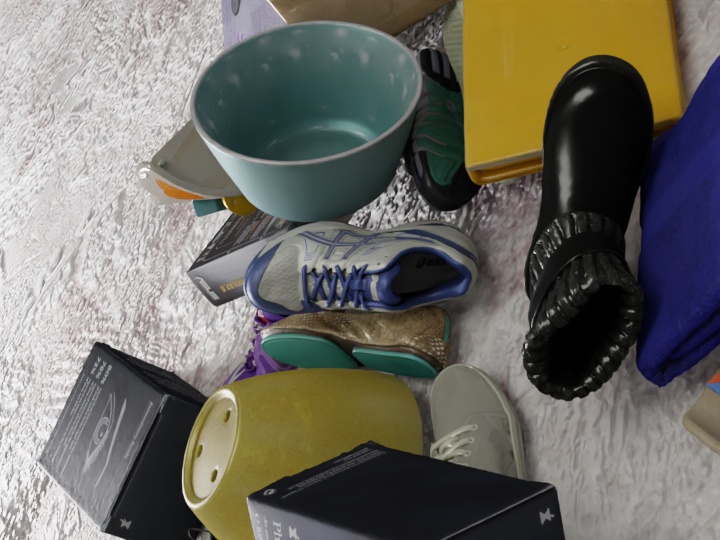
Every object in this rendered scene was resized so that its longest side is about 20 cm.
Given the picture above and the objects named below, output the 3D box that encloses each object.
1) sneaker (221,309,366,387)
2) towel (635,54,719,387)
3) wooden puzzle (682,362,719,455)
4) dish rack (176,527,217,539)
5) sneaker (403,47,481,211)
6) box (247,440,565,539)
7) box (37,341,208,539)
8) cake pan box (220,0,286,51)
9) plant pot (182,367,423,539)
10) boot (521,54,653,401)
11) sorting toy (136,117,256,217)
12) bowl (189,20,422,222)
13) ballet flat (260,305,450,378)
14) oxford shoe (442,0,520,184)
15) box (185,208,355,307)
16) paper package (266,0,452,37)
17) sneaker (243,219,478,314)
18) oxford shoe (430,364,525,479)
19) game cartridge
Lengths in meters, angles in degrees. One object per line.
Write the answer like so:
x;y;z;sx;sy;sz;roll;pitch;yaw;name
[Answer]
-0.079;0.059;1.312;0.200;0.083;0.081;-51;36;19;sneaker
0.237;-0.036;0.944;0.148;0.049;0.201;119;164;-54;towel
0.297;0.048;0.847;0.201;0.046;0.185;-59;34;7;wooden puzzle
-0.157;0.309;1.277;0.200;0.054;0.154;-43;38;29;dish rack
0.064;-0.109;1.259;0.088;0.074;0.201;-52;24;39;sneaker
0.038;0.237;0.923;0.198;0.123;0.202;2;107;53;box
-0.224;0.178;1.409;0.200;0.104;0.149;26;89;56;box
-0.088;-0.244;1.476;0.184;0.052;0.202;-24;69;60;cake pan box
-0.062;0.162;1.139;0.200;0.141;0.201;-44;35;43;plant pot
0.160;-0.031;0.967;0.158;0.079;0.213;-72;-12;-67;boot
-0.137;-0.120;1.393;0.200;0.107;0.180;-48;12;-21;sorting toy
-0.041;-0.118;1.215;0.199;0.105;0.202;-5;43;5;bowl
0.000;0.053;1.218;0.199;0.071;0.066;4;60;36;ballet flat
0.120;-0.162;1.215;0.075;0.057;0.201;113;152;-51;oxford shoe
-0.060;-0.064;1.332;0.158;0.048;0.200;-20;28;44;box
0.031;-0.311;1.335;0.190;0.104;0.200;-25;25;43;paper package
0.000;0.000;1.152;0.088;0.198;0.076;-102;1;-73;sneaker
0.083;0.146;1.047;0.075;0.058;0.201;-44;37;30;oxford shoe
0.168;-0.174;1.126;0.175;0.032;0.201;-12;54;21;game cartridge
